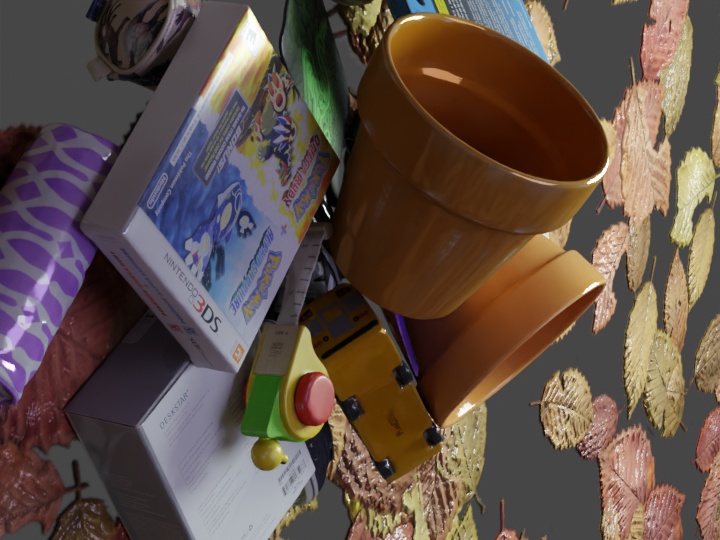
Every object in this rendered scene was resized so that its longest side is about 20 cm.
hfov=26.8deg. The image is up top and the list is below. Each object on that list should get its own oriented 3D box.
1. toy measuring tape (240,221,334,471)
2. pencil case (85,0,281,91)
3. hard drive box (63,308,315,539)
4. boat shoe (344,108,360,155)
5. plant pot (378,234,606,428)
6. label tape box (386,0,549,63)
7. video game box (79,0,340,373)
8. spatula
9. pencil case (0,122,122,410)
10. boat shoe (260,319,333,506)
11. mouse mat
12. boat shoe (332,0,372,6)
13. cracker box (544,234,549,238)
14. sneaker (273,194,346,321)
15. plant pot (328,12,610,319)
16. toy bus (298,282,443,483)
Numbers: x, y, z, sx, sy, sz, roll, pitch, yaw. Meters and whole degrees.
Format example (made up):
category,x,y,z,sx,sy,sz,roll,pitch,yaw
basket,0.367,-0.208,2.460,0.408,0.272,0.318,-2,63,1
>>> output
category,x,y,z,sx,sy,sz,roll,pitch,yaw
toy measuring tape,-0.046,0.064,1.189,0.074,0.073,0.202,44,55,-52
pencil case,-0.122,-0.153,1.151,0.199,0.089,0.078,27,30,-57
hard drive box,-0.129,0.136,1.202,0.156,0.076,0.202,-52,138,-39
boat shoe,0.035,-0.068,1.423,0.066,0.074,0.201,-51,136,-36
plant pot,0.104,0.025,1.359,0.199,0.140,0.200,-39,169,-9
label tape box,0.077,-0.214,1.331,0.199,0.063,0.146,13,49,-45
video game box,-0.100,-0.057,1.090,0.202,0.046,0.183,-65,148,-24
spatula,0.000,0.000,1.269,0.201,0.020,0.057,56,8,-4
pencil case,-0.223,-0.005,1.024,0.086,0.083,0.201,87,26,-61
boat shoe,-0.063,0.116,1.308,0.062,0.074,0.202,-49,141,-39
mouse mat,-0.036,-0.169,1.269,0.201,0.007,0.162,-83,160,-52
boat shoe,-0.027,-0.310,1.234,0.075,0.072,0.201,-31,114,-6
cracker box,0.112,-0.085,1.480,0.058,0.132,0.203,-44,133,-58
sneaker,-0.037,0.003,1.330,0.090,0.066,0.202,-38,125,-45
plant pot,0.066,-0.069,1.194,0.200,0.200,0.184,-29,156,-52
toy bus,0.010,0.102,1.301,0.065,0.078,0.201,-33,142,-5
